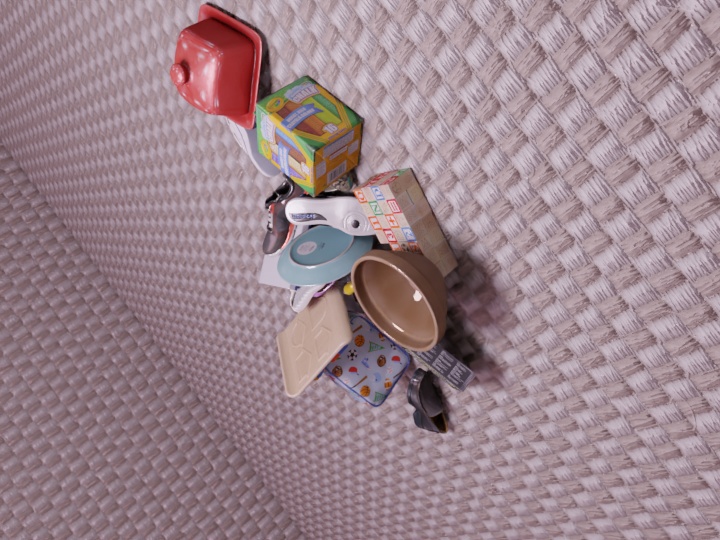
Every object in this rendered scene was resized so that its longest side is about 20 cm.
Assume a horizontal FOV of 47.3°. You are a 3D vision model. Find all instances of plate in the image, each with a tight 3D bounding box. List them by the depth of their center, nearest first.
[{"bbox_3d":[-0.073,-0.043,1.603,0.199,0.200,0.026,24,145,43],"label":"plate"}]

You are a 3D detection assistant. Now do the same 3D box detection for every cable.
[{"bbox_3d":[0.000,0.000,1.615,0.200,0.050,0.098,-2,93,62],"label":"cable"}]

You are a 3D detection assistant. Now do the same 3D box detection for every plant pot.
[{"bbox_3d":[0.085,0.035,1.437,0.200,0.093,0.202,35,148,26],"label":"plant pot"}]

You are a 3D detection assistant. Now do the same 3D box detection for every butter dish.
[{"bbox_3d":[-0.299,-0.385,1.583,0.199,0.147,0.201,35,129,30],"label":"butter dish"}]

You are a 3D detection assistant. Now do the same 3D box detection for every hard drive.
[{"bbox_3d":[-0.157,-0.064,1.760,0.132,0.025,0.202,9,86,54],"label":"hard drive"}]

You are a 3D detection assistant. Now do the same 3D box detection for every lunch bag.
[{"bbox_3d":[0.008,0.189,1.774,0.200,0.161,0.075,41,165,-27],"label":"lunch bag"}]

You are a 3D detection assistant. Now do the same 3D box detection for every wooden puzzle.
[{"bbox_3d":[-0.090,0.143,1.708,0.046,0.200,0.186,27,-150,-34],"label":"wooden puzzle"}]

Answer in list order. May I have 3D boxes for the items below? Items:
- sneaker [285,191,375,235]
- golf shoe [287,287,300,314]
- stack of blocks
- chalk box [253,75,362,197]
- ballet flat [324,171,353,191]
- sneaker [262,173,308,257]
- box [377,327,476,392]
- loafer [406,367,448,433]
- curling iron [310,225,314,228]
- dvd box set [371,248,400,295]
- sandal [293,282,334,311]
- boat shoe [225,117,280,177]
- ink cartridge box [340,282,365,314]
[{"bbox_3d":[-0.038,-0.123,1.610,0.198,0.112,0.074,9,109,11],"label":"sneaker"},{"bbox_3d":[-0.118,0.072,1.825,0.077,0.088,0.201,29,145,36],"label":"golf shoe"},{"bbox_3d":[0.081,-0.078,1.478,0.115,0.058,0.201,-1,122,58],"label":"stack of blocks"},{"bbox_3d":[-0.109,-0.258,1.495,0.200,0.125,0.124,40,150,21],"label":"chalk box"},{"bbox_3d":[-0.090,-0.190,1.615,0.199,0.068,0.076,20,148,41],"label":"ballet flat"},{"bbox_3d":[-0.173,-0.122,1.706,0.201,0.081,0.077,-63,38,20],"label":"sneaker"},{"bbox_3d":[0.124,0.154,1.595,0.200,0.044,0.160,38,175,4],"label":"box"},{"bbox_3d":[0.152,0.285,1.790,0.072,0.073,0.201,22,150,31],"label":"loafer"},{"bbox_3d":[-0.058,-0.084,1.710,0.049,0.026,0.199,25,175,-40],"label":"curling iron"},{"bbox_3d":[0.049,0.024,1.612,0.147,0.029,0.200,59,169,-20],"label":"dvd box set"},{"bbox_3d":[-0.078,0.021,1.675,0.049,0.083,0.203,21,145,-20],"label":"sandal"},{"bbox_3d":[-0.225,-0.284,1.718,0.201,0.073,0.065,65,156,-1],"label":"boat shoe"},{"bbox_3d":[-0.050,0.023,1.813,0.199,0.050,0.110,15,134,49],"label":"ink cartridge box"}]
